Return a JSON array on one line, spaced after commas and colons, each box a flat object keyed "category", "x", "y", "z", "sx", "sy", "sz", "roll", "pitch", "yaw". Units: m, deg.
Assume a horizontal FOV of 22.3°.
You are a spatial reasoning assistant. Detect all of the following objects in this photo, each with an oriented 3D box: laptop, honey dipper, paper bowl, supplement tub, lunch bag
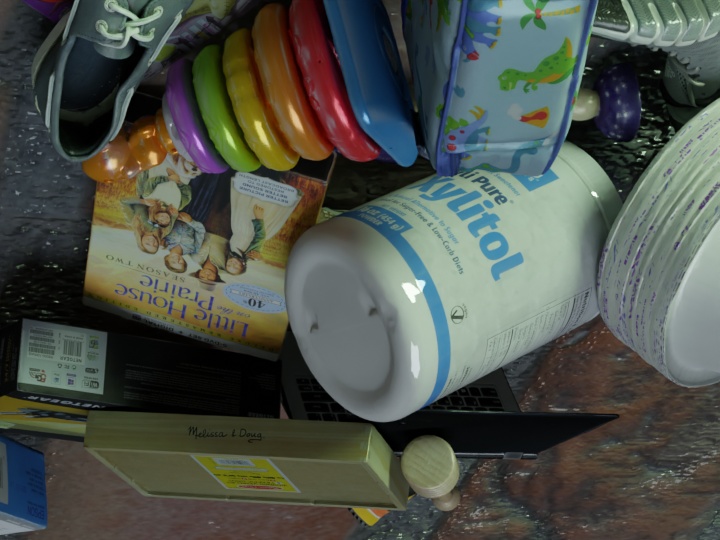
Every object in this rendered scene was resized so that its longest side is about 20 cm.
[{"category": "laptop", "x": 0.051, "y": 0.073, "z": 1.292, "sx": 0.186, "sy": 0.201, "sz": 0.116, "roll": 4, "pitch": 128, "yaw": -21}, {"category": "honey dipper", "x": 0.057, "y": 0.151, "z": 1.305, "sx": 0.038, "sy": 0.038, "sz": 0.200, "roll": -14, "pitch": 165, "yaw": 4}, {"category": "paper bowl", "x": 0.255, "y": -0.012, "z": 1.164, "sx": 0.200, "sy": 0.104, "sz": 0.202, "roll": -30, "pitch": 141, "yaw": -27}, {"category": "supplement tub", "x": 0.063, "y": 0.002, "z": 1.166, "sx": 0.199, "sy": 0.132, "sz": 0.132, "roll": -25, "pitch": 156, "yaw": -34}, {"category": "lunch bag", "x": 0.071, "y": -0.160, "z": 0.979, "sx": 0.082, "sy": 0.162, "sz": 0.201, "roll": -1, "pitch": 142, "yaw": -6}]

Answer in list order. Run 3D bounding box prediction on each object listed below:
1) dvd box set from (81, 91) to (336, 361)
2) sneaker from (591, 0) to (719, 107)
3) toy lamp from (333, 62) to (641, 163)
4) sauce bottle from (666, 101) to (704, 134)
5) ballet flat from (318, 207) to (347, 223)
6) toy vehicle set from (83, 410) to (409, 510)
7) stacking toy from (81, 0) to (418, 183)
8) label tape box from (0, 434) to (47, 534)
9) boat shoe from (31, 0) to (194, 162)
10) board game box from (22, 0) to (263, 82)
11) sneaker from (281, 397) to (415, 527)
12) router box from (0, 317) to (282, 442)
[{"category": "dvd box set", "x": -0.104, "y": -0.025, "z": 1.188, "sx": 0.145, "sy": 0.030, "sz": 0.201, "roll": 17, "pitch": 142, "yaw": -2}, {"category": "sneaker", "x": 0.187, "y": -0.139, "z": 1.117, "sx": 0.198, "sy": 0.076, "sz": 0.116, "roll": -2, "pitch": 147, "yaw": -15}, {"category": "toy lamp", "x": 0.075, "y": -0.099, "z": 1.155, "sx": 0.198, "sy": 0.059, "sz": 0.058, "roll": -4, "pitch": 145, "yaw": -12}, {"category": "sauce bottle", "x": 0.245, "y": -0.058, "z": 1.253, "sx": 0.065, "sy": 0.066, "sz": 0.200, "roll": -16, "pitch": 146, "yaw": 6}, {"category": "ballet flat", "x": 0.000, "y": 0.000, "z": 1.254, "sx": 0.199, "sy": 0.066, "sz": 0.070, "roll": 35, "pitch": 138, "yaw": -15}, {"category": "toy vehicle set", "x": -0.075, "y": 0.131, "z": 1.247, "sx": 0.198, "sy": 0.027, "sz": 0.124, "roll": 2, "pitch": 158, "yaw": 14}, {"category": "stacking toy", "x": -0.073, "y": -0.094, "z": 1.064, "sx": 0.199, "sy": 0.111, "sz": 0.116, "roll": -19, "pitch": 165, "yaw": 13}, {"category": "label tape box", "x": -0.350, "y": 0.165, "z": 1.342, "sx": 0.198, "sy": 0.064, "sz": 0.144, "roll": -10, "pitch": 162, "yaw": 12}, {"category": "boat shoe", "x": -0.125, "y": -0.136, "z": 0.993, "sx": 0.072, "sy": 0.062, "sz": 0.200, "roll": 12, "pitch": 140, "yaw": -28}, {"category": "board game box", "x": -0.088, "y": -0.188, "z": 1.008, "sx": 0.199, "sy": 0.032, "sz": 0.120, "roll": -31, "pitch": 137, "yaw": 25}, {"category": "sneaker", "x": 0.004, "y": 0.131, "z": 1.460, "sx": 0.090, "sy": 0.070, "sz": 0.200, "roll": -30, "pitch": 144, "yaw": 1}, {"category": "router box", "x": -0.178, "y": 0.087, "z": 1.298, "sx": 0.199, "sy": 0.053, "sz": 0.157, "roll": 11, "pitch": 162, "yaw": -29}]
